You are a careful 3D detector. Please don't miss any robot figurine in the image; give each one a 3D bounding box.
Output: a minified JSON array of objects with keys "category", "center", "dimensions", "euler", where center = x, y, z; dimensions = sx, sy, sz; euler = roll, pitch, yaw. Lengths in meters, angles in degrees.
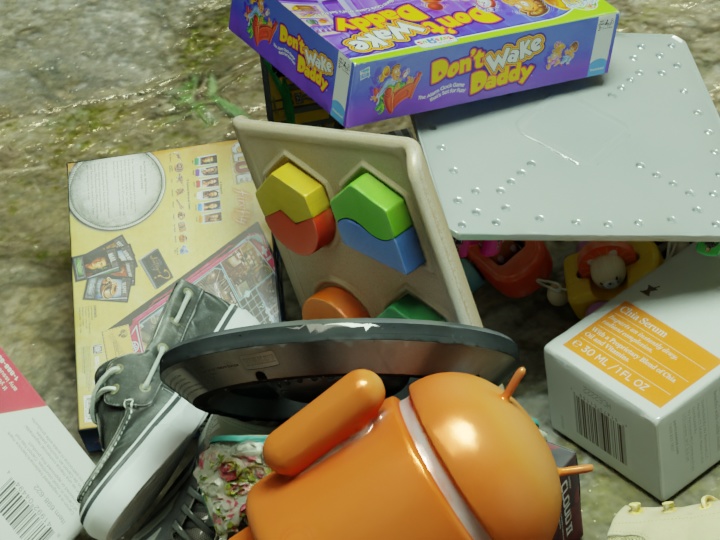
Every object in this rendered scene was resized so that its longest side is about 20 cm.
[{"category":"robot figurine","center":[0.021,0.131,1.361],"dimensions":[0.200,0.117,0.144],"euler":[-33,76,6]}]

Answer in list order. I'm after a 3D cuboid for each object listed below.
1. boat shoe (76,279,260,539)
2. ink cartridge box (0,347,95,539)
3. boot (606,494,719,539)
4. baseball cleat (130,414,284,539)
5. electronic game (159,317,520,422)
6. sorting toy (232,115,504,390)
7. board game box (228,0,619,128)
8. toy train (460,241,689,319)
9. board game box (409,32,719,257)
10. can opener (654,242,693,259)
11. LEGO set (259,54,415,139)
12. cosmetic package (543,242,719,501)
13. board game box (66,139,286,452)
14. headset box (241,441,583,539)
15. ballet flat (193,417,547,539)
[{"category":"boat shoe","center":[-0.130,0.082,1.558],"dimensions":[0.071,0.072,0.200],"euler":[31,41,0]},{"category":"ink cartridge box","center":[-0.264,0.145,1.509],"dimensions":[0.083,0.145,0.200],"euler":[-17,23,50]},{"category":"boot","center":[0.220,0.129,1.445],"dimensions":[0.155,0.073,0.200],"euler":[-1,64,41]},{"category":"baseball cleat","center":[-0.094,0.139,1.522],"dimensions":[0.070,0.107,0.200],"euler":[21,48,4]},{"category":"electronic game","center":[-0.012,0.052,1.441],"dimensions":[0.200,0.200,0.042],"euler":[-4,78,7]},{"category":"sorting toy","center":[0.000,0.000,1.569],"dimensions":[0.036,0.185,0.200],"euler":[-32,26,-27]},{"category":"board game box","center":[0.039,-0.154,1.603],"dimensions":[0.200,0.045,0.134],"euler":[-14,39,-32]},{"category":"toy train","center":[0.154,-0.042,1.681],"dimensions":[0.200,0.056,0.150],"euler":[-37,46,-3]},{"category":"board game box","center":[0.128,-0.078,1.600],"dimensions":[0.200,0.026,0.200],"euler":[1,42,-14]},{"category":"can opener","center":[0.255,-0.052,1.712],"dimensions":[0.200,0.079,0.063],"euler":[-37,48,-15]},{"category":"LEGO set","center":[0.006,-0.076,1.707],"dimensions":[0.116,0.200,0.154],"euler":[-11,21,-9]},{"category":"cosmetic package","center":[0.219,0.044,1.600],"dimensions":[0.200,0.071,0.101],"euler":[-33,45,-26]},{"category":"board game box","center":[-0.118,0.013,1.680],"dimensions":[0.135,0.035,0.200],"euler":[-7,60,3]},{"category":"headset box","center":[0.026,0.155,1.504],"dimensions":[0.148,0.075,0.200],"euler":[19,48,29]},{"category":"ballet flat","center":[0.006,0.121,1.450],"dimensions":[0.200,0.076,0.064],"euler":[-5,72,10]}]
